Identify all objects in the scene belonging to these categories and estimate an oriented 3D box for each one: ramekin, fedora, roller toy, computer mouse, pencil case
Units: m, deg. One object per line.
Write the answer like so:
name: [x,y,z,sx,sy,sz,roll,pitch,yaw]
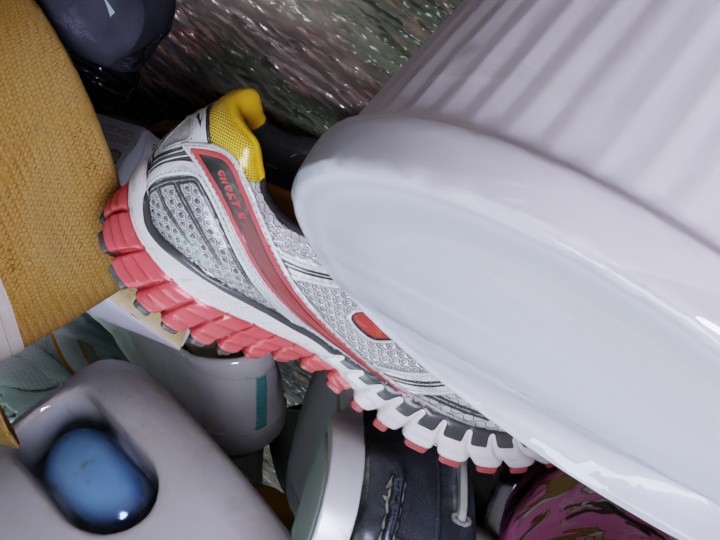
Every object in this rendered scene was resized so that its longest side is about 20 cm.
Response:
ramekin: [0.088,-0.003,0.762,0.202,0.094,0.202,32,165,9]
fedora: [-0.132,-0.040,1.016,0.201,0.082,0.201,159,90,-83]
roller toy: [-0.079,0.135,1.118,0.200,0.140,0.182,51,171,4]
computer mouse: [-0.105,-0.084,1.069,0.059,0.034,0.200,35,167,-3]
pencil case: [0.083,0.115,0.981,0.086,0.083,0.200,34,-172,1]

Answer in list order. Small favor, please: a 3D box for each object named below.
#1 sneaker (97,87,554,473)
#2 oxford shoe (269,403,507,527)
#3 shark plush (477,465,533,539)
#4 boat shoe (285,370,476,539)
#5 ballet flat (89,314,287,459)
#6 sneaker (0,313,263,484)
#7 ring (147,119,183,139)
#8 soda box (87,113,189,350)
sneaker: [0.016,0.004,0.981,0.199,0.082,0.078,22,-144,-23]
oxford shoe: [0.030,0.078,1.239,0.200,0.071,0.072,15,117,64]
shark plush: [0.043,0.156,1.148,0.083,0.091,0.200,-8,124,34]
boat shoe: [0.009,0.068,1.058,0.060,0.076,0.200,19,-156,-6]
ballet flat: [-0.093,-0.006,1.225,0.200,0.069,0.069,48,174,31]
sneaker: [-0.122,0.070,1.263,0.199,0.092,0.076,9,148,-31]
ring: [0.000,0.000,1.139,0.200,0.019,0.200,32,165,9]
soda box: [-0.131,-0.030,1.163,0.068,0.064,0.200,37,168,-37]
